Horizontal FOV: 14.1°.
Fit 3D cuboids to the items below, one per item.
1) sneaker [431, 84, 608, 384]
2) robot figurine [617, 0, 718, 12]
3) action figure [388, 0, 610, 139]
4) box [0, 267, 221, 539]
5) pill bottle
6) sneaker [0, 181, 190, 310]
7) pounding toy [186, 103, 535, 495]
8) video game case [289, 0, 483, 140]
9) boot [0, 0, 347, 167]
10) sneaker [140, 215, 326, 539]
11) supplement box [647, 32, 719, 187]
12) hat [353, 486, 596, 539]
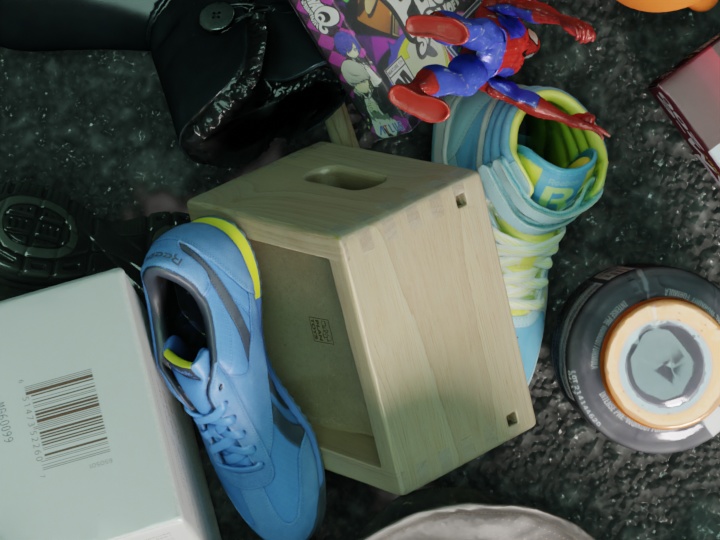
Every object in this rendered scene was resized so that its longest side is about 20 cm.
[{"bbox_3d":[0.091,-0.016,1.688,0.079,0.131,0.200,-3,91,-24],"label":"sneaker"},{"bbox_3d":[0.155,-0.223,1.665,0.116,0.200,0.144,-22,58,24],"label":"robot figurine"},{"bbox_3d":[0.088,-0.110,1.581,0.099,0.200,0.065,19,104,11],"label":"action figure"},{"bbox_3d":[-0.150,0.110,1.644,0.106,0.200,0.153,-16,70,0],"label":"box"},{"bbox_3d":[0.166,0.050,1.659,0.106,0.200,0.106,0,91,0],"label":"pill bottle"},{"bbox_3d":[-0.150,0.007,1.728,0.200,0.091,0.076,19,56,-19],"label":"sneaker"},{"bbox_3d":[0.000,0.000,1.672,0.142,0.200,0.184,-25,112,-30],"label":"pounding toy"},{"bbox_3d":[0.027,-0.204,1.659,0.200,0.036,0.181,-46,113,-37],"label":"video game case"},{"bbox_3d":[-0.118,-0.131,1.681,0.200,0.076,0.168,-17,51,-4],"label":"boot"},{"bbox_3d":[-0.078,0.072,1.614,0.066,0.078,0.200,-8,108,29],"label":"sneaker"},{"bbox_3d":[0.283,-0.126,1.726,0.200,0.061,0.109,-37,91,2],"label":"supplement box"},{"bbox_3d":[0.036,0.172,1.607,0.200,0.081,0.201,-9,135,-9],"label":"hat"}]
